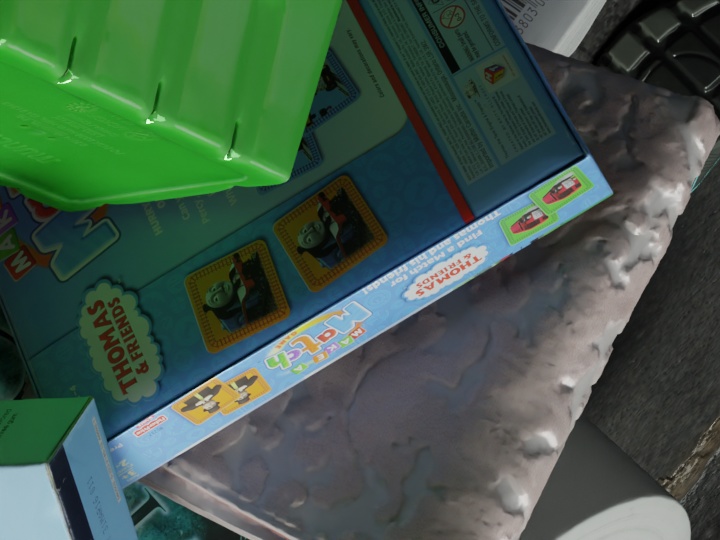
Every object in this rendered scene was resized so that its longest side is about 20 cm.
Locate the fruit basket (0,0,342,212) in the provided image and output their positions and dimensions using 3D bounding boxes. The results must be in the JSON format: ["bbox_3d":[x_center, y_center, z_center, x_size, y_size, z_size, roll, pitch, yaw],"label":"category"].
[{"bbox_3d":[-0.088,-0.136,0.745,0.215,0.155,0.216,21,65,-59],"label":"fruit basket"}]

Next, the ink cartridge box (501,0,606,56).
[{"bbox_3d":[0.052,-0.076,1.010,0.161,0.050,0.200,-54,177,-37],"label":"ink cartridge box"}]

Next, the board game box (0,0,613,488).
[{"bbox_3d":[-0.036,-0.037,0.823,0.200,0.152,0.037,-30,149,6],"label":"board game box"}]

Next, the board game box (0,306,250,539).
[{"bbox_3d":[-0.109,0.078,0.881,0.135,0.200,0.028,-42,179,-10],"label":"board game box"}]

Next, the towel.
[{"bbox_3d":[0.000,0.000,0.836,0.200,0.191,0.032,-62,155,-12],"label":"towel"}]

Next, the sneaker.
[{"bbox_3d":[0.130,-0.058,1.159,0.200,0.075,0.079,-44,164,7],"label":"sneaker"}]

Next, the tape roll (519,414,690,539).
[{"bbox_3d":[0.048,0.148,1.210,0.202,0.139,0.203,-32,146,-25],"label":"tape roll"}]

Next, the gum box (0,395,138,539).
[{"bbox_3d":[-0.163,0.129,0.818,0.045,0.199,0.170,-61,141,-56],"label":"gum box"}]
